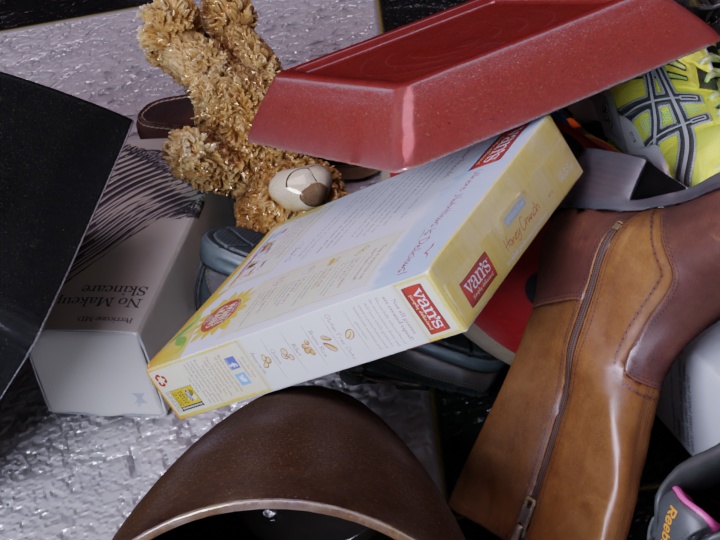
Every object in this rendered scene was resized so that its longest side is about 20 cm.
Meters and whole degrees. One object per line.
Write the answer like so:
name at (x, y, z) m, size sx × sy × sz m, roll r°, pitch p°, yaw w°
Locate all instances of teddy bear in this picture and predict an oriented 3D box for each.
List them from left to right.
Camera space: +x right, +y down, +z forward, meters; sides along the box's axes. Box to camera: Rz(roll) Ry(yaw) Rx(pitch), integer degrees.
teddy bear at (-0.069, -0.098, 0.960) m, size 0.067 × 0.144 × 0.202 m, roll -32°, pitch 62°, yaw 35°

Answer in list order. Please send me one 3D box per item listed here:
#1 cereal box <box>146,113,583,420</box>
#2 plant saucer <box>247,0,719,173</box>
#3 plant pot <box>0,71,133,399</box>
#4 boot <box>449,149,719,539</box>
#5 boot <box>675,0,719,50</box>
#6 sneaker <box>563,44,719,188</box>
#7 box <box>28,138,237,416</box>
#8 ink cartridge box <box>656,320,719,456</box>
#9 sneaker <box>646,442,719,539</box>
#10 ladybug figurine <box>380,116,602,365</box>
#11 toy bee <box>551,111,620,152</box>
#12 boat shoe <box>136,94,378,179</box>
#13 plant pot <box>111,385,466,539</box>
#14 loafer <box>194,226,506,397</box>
cereal box at (0.000, 0.000, 0.742) m, size 0.199 × 0.040 × 0.144 m, roll -19°, pitch 22°, yaw 42°
plant saucer at (0.055, -0.112, 0.805) m, size 0.198 × 0.037 × 0.199 m, roll -23°, pitch 18°, yaw -21°
plant pot at (-0.266, -0.008, 0.830) m, size 0.176 × 0.200 × 0.200 m, roll 29°, pitch 37°, yaw -14°
boot at (0.135, 0.052, 0.697) m, size 0.187 × 0.068 × 0.202 m, roll 18°, pitch 86°, yaw 44°
boot at (0.227, -0.113, 0.859) m, size 0.069 × 0.175 × 0.200 m, roll -33°, pitch 3°, yaw -7°
sneaker at (0.181, -0.084, 0.813) m, size 0.075 × 0.077 × 0.200 m, roll 6°, pitch 28°, yaw -37°
box at (-0.136, -0.001, 0.945) m, size 0.081 × 0.069 × 0.201 m, roll 0°, pitch 38°, yaw 14°
ink cartridge box at (0.252, 0.071, 0.735) m, size 0.143 × 0.084 × 0.200 m, roll -22°, pitch 38°, yaw -12°
sneaker at (0.146, 0.124, 0.633) m, size 0.201 × 0.086 × 0.080 m, roll -58°, pitch 37°, yaw 5°
ladybug figurine at (0.098, -0.022, 0.828) m, size 0.199 × 0.072 × 0.136 m, roll 36°, pitch 72°, yaw -3°
toy bee at (0.090, -0.050, 0.941) m, size 0.198 × 0.110 × 0.131 m, roll 1°, pitch 7°, yaw -5°
boat shoe at (-0.074, -0.113, 1.073) m, size 0.198 × 0.071 × 0.071 m, roll 3°, pitch 41°, yaw 21°
plant pot at (-0.028, 0.137, 0.674) m, size 0.185 × 0.189 × 0.200 m, roll -8°, pitch 20°, yaw 5°
loafer at (-0.009, 0.035, 0.882) m, size 0.198 × 0.063 × 0.072 m, roll 23°, pitch 21°, yaw 18°
